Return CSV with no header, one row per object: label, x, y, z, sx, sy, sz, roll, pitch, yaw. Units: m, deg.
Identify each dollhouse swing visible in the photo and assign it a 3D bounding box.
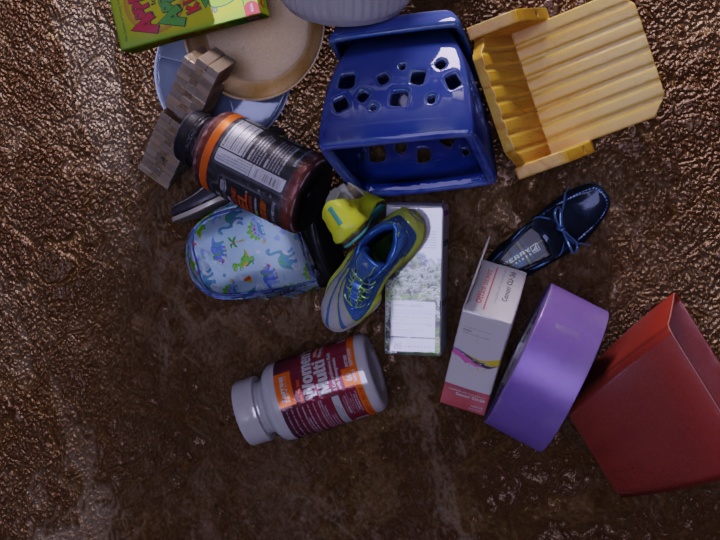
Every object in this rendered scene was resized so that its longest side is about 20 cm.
dollhouse swing,0.270,-0.247,1.511,0.174,0.181,0.203,-18,93,30

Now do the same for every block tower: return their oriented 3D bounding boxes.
block tower,-0.235,-0.208,1.596,0.054,0.058,0.201,35,124,4

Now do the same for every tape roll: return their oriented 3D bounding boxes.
tape roll,0.239,0.125,1.528,0.084,0.200,0.202,26,99,6

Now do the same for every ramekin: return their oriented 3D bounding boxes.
ramekin,-0.019,-0.384,1.472,0.197,0.201,0.106,6,126,8

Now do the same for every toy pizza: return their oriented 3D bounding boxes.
toy pizza,-0.189,-0.273,1.639,0.197,0.032,0.204,1,96,9

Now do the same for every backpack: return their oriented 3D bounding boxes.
backpack,-0.139,-0.034,1.611,0.197,0.154,0.166,-8,101,21

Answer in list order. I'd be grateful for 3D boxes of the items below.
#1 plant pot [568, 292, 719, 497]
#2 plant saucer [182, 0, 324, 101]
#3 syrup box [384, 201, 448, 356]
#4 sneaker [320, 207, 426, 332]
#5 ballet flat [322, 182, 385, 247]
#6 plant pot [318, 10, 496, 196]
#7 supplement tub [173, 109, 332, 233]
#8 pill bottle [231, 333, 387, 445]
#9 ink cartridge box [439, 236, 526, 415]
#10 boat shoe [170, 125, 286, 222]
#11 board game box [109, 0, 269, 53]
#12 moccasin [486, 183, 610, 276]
plant pot,0.379,0.177,1.526,0.175,0.200,0.202,-33,90,21
plant saucer,-0.141,-0.329,1.591,0.197,0.035,0.204,1,96,9
syrup box,0.077,0.009,1.601,0.077,0.081,0.204,1,95,11
sneaker,0.000,0.000,1.526,0.076,0.105,0.201,41,108,15
ballet flat,-0.012,-0.079,1.514,0.067,0.200,0.067,-41,92,13
plant pot,0.062,-0.214,1.515,0.197,0.200,0.183,-6,74,13
supplement tub,-0.141,-0.134,1.516,0.198,0.107,0.108,27,99,18
pill bottle,-0.070,0.167,1.625,0.197,0.110,0.111,-19,93,10
ink cartridge box,0.163,0.071,1.536,0.066,0.117,0.202,16,128,8
boat shoe,-0.180,-0.131,1.634,0.198,0.073,0.063,-28,88,6
board game box,-0.228,-0.361,1.560,0.197,0.048,0.103,-12,94,10
moccasin,0.251,-0.037,1.577,0.200,0.068,0.081,-42,89,10
